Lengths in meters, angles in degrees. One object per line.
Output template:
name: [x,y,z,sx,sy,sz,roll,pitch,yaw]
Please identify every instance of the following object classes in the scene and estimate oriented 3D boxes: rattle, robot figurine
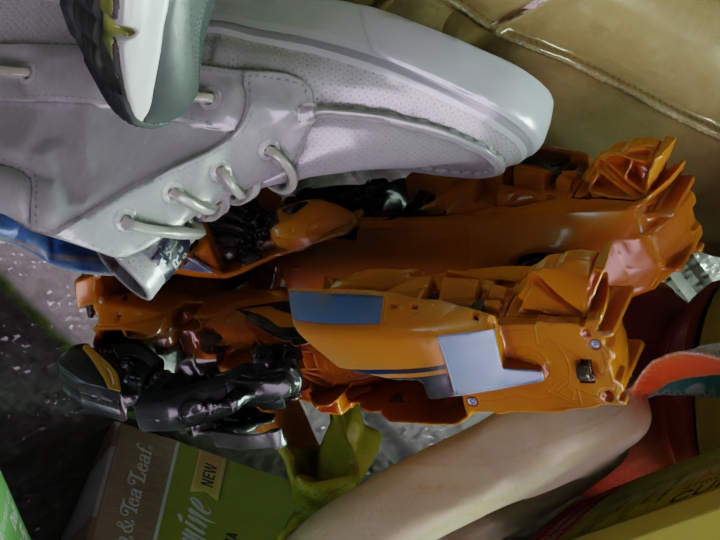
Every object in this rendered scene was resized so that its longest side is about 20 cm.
rattle: [0.040,0.025,0.938,0.130,0.144,0.200,8,146,-41]
robot figurine: [0.000,0.000,0.894,0.199,0.145,0.059,0,120,23]

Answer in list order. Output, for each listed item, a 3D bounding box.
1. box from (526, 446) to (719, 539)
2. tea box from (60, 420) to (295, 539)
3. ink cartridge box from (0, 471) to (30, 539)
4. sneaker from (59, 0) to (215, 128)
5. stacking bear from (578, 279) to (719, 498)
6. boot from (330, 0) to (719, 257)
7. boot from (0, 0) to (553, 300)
box: [0.129,0.084,0.910,0.200,0.075,0.050,-27,96,46]
tea box: [-0.044,0.194,1.073,0.196,0.134,0.201,20,130,-9]
ink cartridge box: [-0.203,0.052,0.897,0.145,0.084,0.201,-18,109,5]
sneaker: [-0.033,-0.133,0.774,0.084,0.074,0.201,0,114,-23]
stacking bear: [0.150,0.041,0.989,0.199,0.115,0.121,-2,177,28]
boot: [0.099,-0.092,0.889,0.199,0.067,0.175,25,141,-32]
boot: [-0.047,-0.033,0.853,0.199,0.096,0.074,12,163,3]
